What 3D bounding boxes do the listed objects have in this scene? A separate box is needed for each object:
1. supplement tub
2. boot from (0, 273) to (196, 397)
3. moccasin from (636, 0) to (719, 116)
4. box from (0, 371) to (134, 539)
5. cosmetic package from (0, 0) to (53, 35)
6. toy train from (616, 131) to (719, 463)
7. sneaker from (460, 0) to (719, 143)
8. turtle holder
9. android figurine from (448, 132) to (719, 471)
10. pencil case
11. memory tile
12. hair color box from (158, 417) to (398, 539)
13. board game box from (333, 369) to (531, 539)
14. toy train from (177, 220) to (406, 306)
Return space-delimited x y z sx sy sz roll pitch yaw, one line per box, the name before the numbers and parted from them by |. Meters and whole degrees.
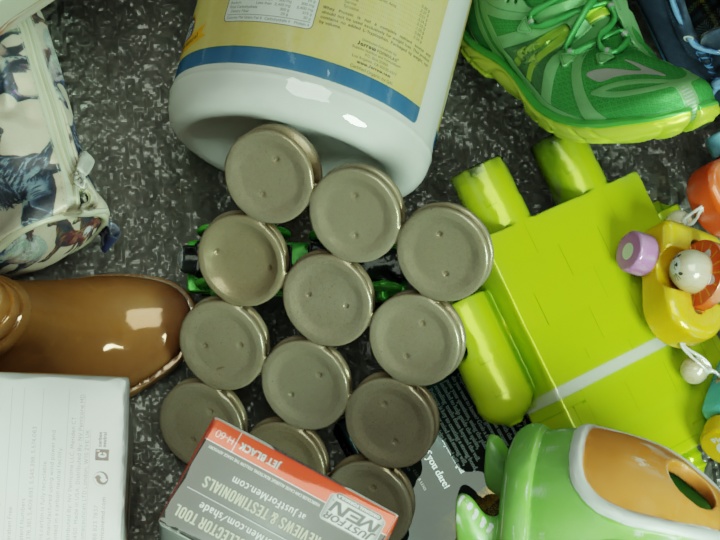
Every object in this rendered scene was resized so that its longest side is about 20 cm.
supplement tub | -0.012 -0.151 1.395 0.144 0.145 0.201 15 73 0
boot | -0.179 0.027 1.326 0.199 0.155 0.074 -11 75 -7
moccasin | 0.192 -0.139 1.402 0.081 0.068 0.200 -50 119 -6
box | -0.217 0.110 1.315 0.199 0.124 0.098 3 73 -4
cosmetic package | -0.168 -0.201 1.349 0.200 0.087 0.104 -36 88 -26
toy train | 0.218 0.017 1.382 0.150 0.056 0.201 -13 79 -40
sneaker | 0.114 -0.125 1.381 0.074 0.084 0.200 -15 33 -30
turtle holder | 0.119 0.169 1.275 0.131 0.141 0.186 1 85 11
android figurine | 0.123 0.026 1.372 0.182 0.041 0.201 -25 88 -38
pencil case | -0.193 -0.098 1.398 0.089 0.078 0.201 -25 74 26
memory tile | -0.021 0.035 1.337 0.153 0.017 0.201 23 115 14
hair color box | -0.044 0.142 1.279 0.101 0.200 0.061 28 74 4
board game box | 0.092 0.138 1.380 0.135 0.028 0.200 -27 77 -12
toy train | 0.000 0.000 1.398 0.199 0.056 0.042 2 75 -6
